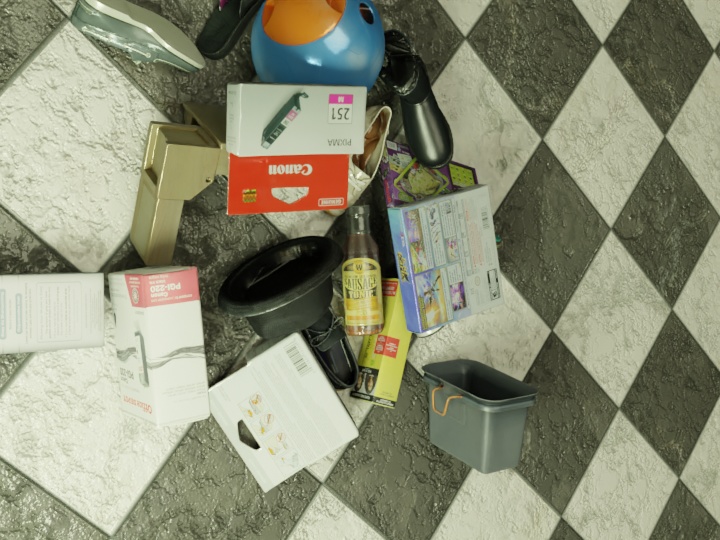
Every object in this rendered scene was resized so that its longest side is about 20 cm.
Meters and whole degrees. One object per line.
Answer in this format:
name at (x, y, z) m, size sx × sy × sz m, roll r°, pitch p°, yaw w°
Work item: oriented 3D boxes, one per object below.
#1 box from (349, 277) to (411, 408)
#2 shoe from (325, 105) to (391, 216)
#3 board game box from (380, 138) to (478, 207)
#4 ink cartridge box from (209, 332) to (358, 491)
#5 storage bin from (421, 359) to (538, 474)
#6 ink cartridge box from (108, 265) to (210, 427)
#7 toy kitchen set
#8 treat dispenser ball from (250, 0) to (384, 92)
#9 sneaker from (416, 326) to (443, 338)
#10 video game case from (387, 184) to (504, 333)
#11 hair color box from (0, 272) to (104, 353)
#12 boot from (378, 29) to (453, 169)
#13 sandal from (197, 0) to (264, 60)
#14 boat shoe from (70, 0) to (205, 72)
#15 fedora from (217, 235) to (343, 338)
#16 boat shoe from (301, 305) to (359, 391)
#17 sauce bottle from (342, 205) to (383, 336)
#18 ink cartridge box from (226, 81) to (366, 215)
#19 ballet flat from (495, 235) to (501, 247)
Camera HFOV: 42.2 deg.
box at (0.041, 0.116, 1.521) m, size 0.049 × 0.075 × 0.204 m, roll 18°, pitch 82°, yaw -31°
shoe at (-0.005, -0.180, 1.495) m, size 0.069 × 0.053 × 0.203 m, roll 32°, pitch 74°, yaw -29°
board game box at (0.122, -0.141, 1.562) m, size 0.197 × 0.032 × 0.122 m, roll 14°, pitch 50°, yaw -32°
ink cartridge box at (-0.122, 0.212, 1.425) m, size 0.172 × 0.044 × 0.202 m, roll -30°, pitch 110°, yaw -1°
storage bin at (0.186, 0.246, 1.554) m, size 0.143 × 0.199 × 0.137 m, roll -4°, pitch 103°, yaw -32°
ink cartridge box at (-0.275, 0.100, 1.272) m, size 0.083 × 0.145 × 0.205 m, roll -9°, pitch 96°, yaw -33°
toy kitchen set at (-0.224, -0.127, 1.339) m, size 0.197 × 0.163 × 0.183 m, roll 1°, pitch 119°, yaw -33°
treat dispenser ball at (-0.062, -0.330, 1.368) m, size 0.198 × 0.200 × 0.206 m, roll -1°, pitch 92°, yaw -32°
sneaker at (0.153, 0.021, 1.593) m, size 0.199 × 0.075 × 0.088 m, roll -40°, pitch 105°, yaw -26°
video game case at (0.140, -0.021, 1.507) m, size 0.179 × 0.045 × 0.204 m, roll -16°, pitch 103°, yaw -31°
hair color box at (-0.438, 0.055, 1.216) m, size 0.197 × 0.060 × 0.101 m, roll -1°, pitch 92°, yaw -33°
boot at (0.083, -0.265, 1.473) m, size 0.168 × 0.075 × 0.204 m, roll 4°, pitch 70°, yaw -75°
sandal at (-0.178, -0.403, 1.360) m, size 0.203 × 0.074 × 0.048 m, roll -66°, pitch 149°, yaw -13°
boat shoe at (-0.310, -0.325, 1.303) m, size 0.198 × 0.074 × 0.062 m, roll 25°, pitch 121°, yaw -38°
fedora at (-0.106, 0.035, 1.369) m, size 0.199 × 0.199 × 0.093 m, roll -37°, pitch 121°, yaw -26°
boat shoe at (-0.055, 0.100, 1.465) m, size 0.074 × 0.062 × 0.203 m, roll -30°, pitch 105°, yaw -26°
sauce bottle at (0.000, 0.000, 1.477) m, size 0.065 × 0.066 × 0.205 m, roll -8°, pitch 95°, yaw -32°
ink cartridge box at (-0.087, -0.164, 1.269) m, size 0.197 × 0.043 × 0.178 m, roll -5°, pitch 105°, yaw -32°
ballet flat at (0.154, -0.052, 1.601) m, size 0.197 × 0.070 × 0.072 m, roll 14°, pitch 84°, yaw -33°
